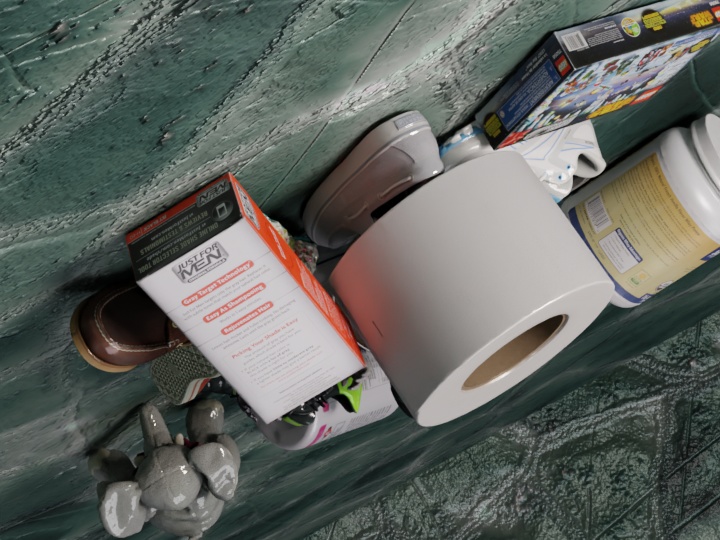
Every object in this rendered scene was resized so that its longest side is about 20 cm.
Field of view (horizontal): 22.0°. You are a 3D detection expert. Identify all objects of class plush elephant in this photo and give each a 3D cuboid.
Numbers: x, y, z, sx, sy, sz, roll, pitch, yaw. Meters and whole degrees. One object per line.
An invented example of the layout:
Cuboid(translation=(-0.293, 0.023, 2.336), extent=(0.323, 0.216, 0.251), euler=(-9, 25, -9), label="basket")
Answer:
Cuboid(translation=(-0.205, 0.214, 1.972), extent=(0.163, 0.201, 0.155), euler=(-19, 148, -8), label="plush elephant")

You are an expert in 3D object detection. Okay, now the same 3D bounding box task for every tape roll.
Cuboid(translation=(0.092, 0.015, 1.543), extent=(0.202, 0.140, 0.203), euler=(-31, 163, -10), label="tape roll")

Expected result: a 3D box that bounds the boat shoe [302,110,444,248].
Cuboid(translation=(0.015, -0.059, 1.556), extent=(0.072, 0.069, 0.200), euler=(-18, 163, -38), label="boat shoe")

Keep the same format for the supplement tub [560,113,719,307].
Cuboid(translation=(0.333, -0.066, 2.027), extent=(0.199, 0.145, 0.144), euler=(-34, 166, 26), label="supplement tub")

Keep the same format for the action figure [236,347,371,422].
Cuboid(translation=(-0.061, 0.085, 1.760), extent=(0.118, 0.103, 0.200), euler=(-24, -165, 16), label="action figure")

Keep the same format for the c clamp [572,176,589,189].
Cuboid(translation=(0.170, -0.078, 1.903), extent=(0.199, 0.027, 0.171), euler=(-23, 166, -21), label="c clamp")

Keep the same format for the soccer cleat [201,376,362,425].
Cuboid(translation=(-0.086, 0.122, 1.918), extent=(0.198, 0.082, 0.067), euler=(-3, 179, -24), label="soccer cleat")

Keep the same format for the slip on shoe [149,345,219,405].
Cuboid(translation=(-0.144, 0.067, 1.719), extent=(0.061, 0.074, 0.200), euler=(-38, 175, -27), label="slip on shoe")

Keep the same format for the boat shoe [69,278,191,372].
Cuboid(translation=(-0.163, 0.033, 1.536), extent=(0.070, 0.071, 0.200), euler=(-27, 178, 25), label="boat shoe")

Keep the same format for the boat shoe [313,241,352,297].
Cuboid(translation=(0.000, 0.000, 1.754), extent=(0.199, 0.067, 0.074), euler=(-22, 166, -28), label="boat shoe")

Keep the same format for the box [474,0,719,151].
Cuboid(translation=(0.210, -0.174, 1.595), extent=(0.199, 0.040, 0.137), euler=(-20, 165, -34), label="box")

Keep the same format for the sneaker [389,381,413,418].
Cuboid(translation=(0.080, 0.090, 1.873), extent=(0.074, 0.088, 0.201), euler=(-23, -146, 21), label="sneaker")

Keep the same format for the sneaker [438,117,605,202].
Cuboid(translation=(0.146, -0.097, 1.653), extent=(0.199, 0.087, 0.075), euler=(-18, 166, -34), label="sneaker")

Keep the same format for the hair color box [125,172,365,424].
Cuboid(translation=(-0.088, 0.025, 1.462), extent=(0.101, 0.061, 0.200), euler=(-30, 133, 8), label="hair color box")

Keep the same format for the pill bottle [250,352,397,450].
Cuboid(translation=(-0.021, 0.122, 2.072), extent=(0.199, 0.114, 0.113), euler=(-15, 162, -44), label="pill bottle")

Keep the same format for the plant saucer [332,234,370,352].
Cuboid(translation=(0.069, 0.001, 1.694), extent=(0.198, 0.032, 0.201), euler=(-7, 132, -8), label="plant saucer")

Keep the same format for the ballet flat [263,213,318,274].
Cuboid(translation=(-0.080, -0.002, 1.583), extent=(0.075, 0.065, 0.200), euler=(-13, 170, 12), label="ballet flat")
